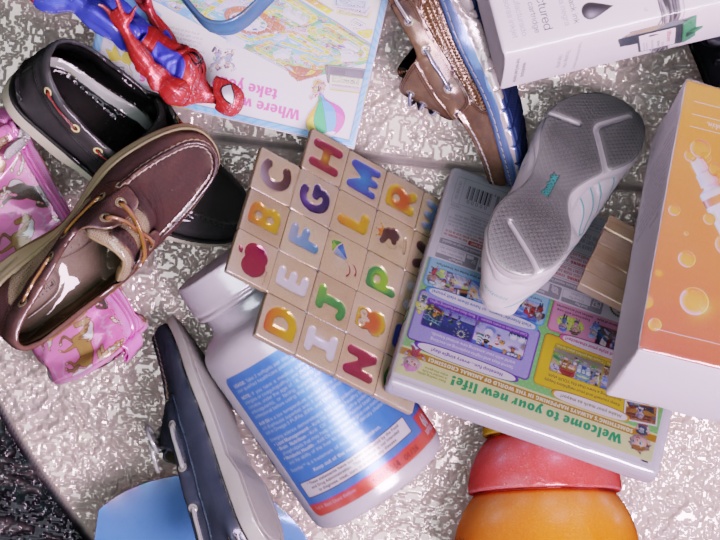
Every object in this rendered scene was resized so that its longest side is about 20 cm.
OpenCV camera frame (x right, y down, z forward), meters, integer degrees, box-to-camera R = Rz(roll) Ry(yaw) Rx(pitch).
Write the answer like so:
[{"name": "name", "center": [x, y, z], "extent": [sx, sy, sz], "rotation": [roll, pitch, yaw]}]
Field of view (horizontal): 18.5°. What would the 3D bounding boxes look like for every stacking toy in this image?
[{"name": "stacking toy", "center": [0.132, 0.125, 1.589], "extent": [0.145, 0.146, 0.201], "rotation": [0, 82, -1]}]

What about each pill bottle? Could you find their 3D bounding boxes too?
[{"name": "pill bottle", "center": [-0.040, 0.072, 1.575], "extent": [0.112, 0.112, 0.200], "rotation": [-34, 97, 3]}]

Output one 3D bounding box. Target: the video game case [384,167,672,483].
[{"name": "video game case", "center": [0.134, 0.037, 1.571], "extent": [0.199, 0.022, 0.183], "rotation": [19, 62, -3]}]

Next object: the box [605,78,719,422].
[{"name": "box", "center": [0.249, -0.008, 1.485], "extent": [0.124, 0.098, 0.201], "rotation": [13, 68, -2]}]

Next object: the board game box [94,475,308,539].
[{"name": "board game box", "center": [-0.124, 0.244, 1.634], "extent": [0.157, 0.039, 0.201], "rotation": [8, 99, -8]}]

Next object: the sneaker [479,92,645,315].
[{"name": "sneaker", "center": [0.134, -0.050, 1.558], "extent": [0.070, 0.080, 0.200], "rotation": [33, 54, 8]}]

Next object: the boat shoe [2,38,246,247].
[{"name": "boat shoe", "center": [-0.155, -0.086, 1.556], "extent": [0.201, 0.063, 0.074], "rotation": [37, 51, -20]}]

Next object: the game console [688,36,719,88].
[{"name": "game console", "center": [0.327, -0.212, 1.545], "extent": [0.199, 0.173, 0.119], "rotation": [-8, 123, 1]}]

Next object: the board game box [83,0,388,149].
[{"name": "board game box", "center": [-0.086, -0.175, 1.583], "extent": [0.199, 0.034, 0.135], "rotation": [13, 96, -2]}]

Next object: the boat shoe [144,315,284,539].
[{"name": "boat shoe", "center": [-0.115, 0.125, 1.570], "extent": [0.062, 0.075, 0.201], "rotation": [-30, 66, 10]}]

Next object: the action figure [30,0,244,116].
[{"name": "action figure", "center": [-0.163, -0.170, 1.534], "extent": [0.200, 0.065, 0.052], "rotation": [38, 112, -4]}]

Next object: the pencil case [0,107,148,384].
[{"name": "pencil case", "center": [-0.230, -0.016, 1.577], "extent": [0.083, 0.086, 0.200], "rotation": [-31, 97, -14]}]

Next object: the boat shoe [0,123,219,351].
[{"name": "boat shoe", "center": [-0.168, -0.019, 1.502], "extent": [0.200, 0.072, 0.072], "rotation": [-39, 122, -10]}]

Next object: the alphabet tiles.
[{"name": "alphabet tiles", "center": [0.000, 0.000, 1.553], "extent": [0.200, 0.006, 0.167], "rotation": [28, 61, -23]}]

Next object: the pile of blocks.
[{"name": "pile of blocks", "center": [0.246, 0.016, 1.562], "extent": [0.199, 0.062, 0.082], "rotation": [4, 68, -5]}]

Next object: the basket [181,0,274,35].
[{"name": "basket", "center": [-0.074, -0.271, 1.505], "extent": [0.200, 0.139, 0.176], "rotation": [-43, 66, -5]}]

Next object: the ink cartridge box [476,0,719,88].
[{"name": "ink cartridge box", "center": [0.173, -0.222, 1.492], "extent": [0.199, 0.084, 0.147], "rotation": [-14, 79, -2]}]

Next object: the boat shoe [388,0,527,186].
[{"name": "boat shoe", "center": [0.063, -0.147, 1.569], "extent": [0.072, 0.072, 0.201], "rotation": [-16, 108, 15]}]
